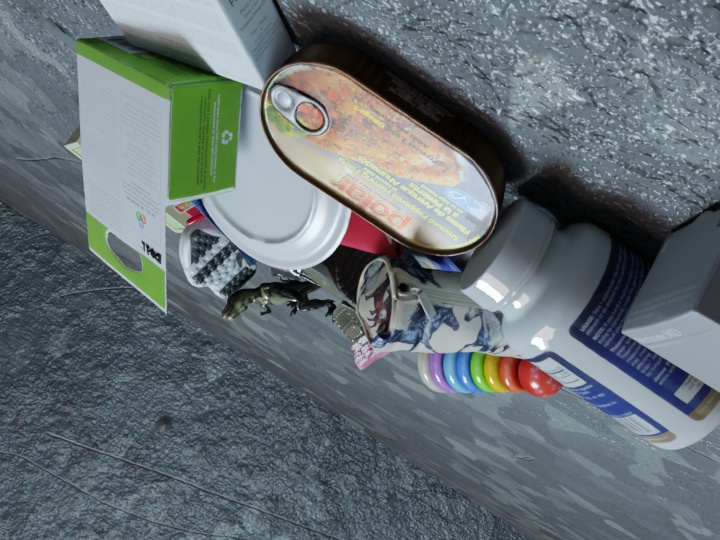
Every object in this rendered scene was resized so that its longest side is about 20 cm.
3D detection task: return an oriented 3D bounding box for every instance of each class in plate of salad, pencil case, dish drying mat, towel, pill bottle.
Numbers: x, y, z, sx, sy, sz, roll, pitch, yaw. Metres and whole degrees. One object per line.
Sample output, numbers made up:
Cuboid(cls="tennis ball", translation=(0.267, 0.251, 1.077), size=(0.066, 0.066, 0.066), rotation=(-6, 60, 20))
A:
Cuboid(cls="plate of salad", translation=(-0.082, -0.097, 0.711), size=(0.198, 0.048, 0.203), rotation=(20, 126, 30))
Cuboid(cls="pencil case", translation=(0.099, 0.035, 0.678), size=(0.197, 0.079, 0.089), rotation=(6, 174, -16))
Cuboid(cls="dish drying mat", translation=(-0.025, -0.065, 0.738), size=(0.018, 0.078, 0.199), rotation=(-4, -167, -39))
Cuboid(cls="towel", translation=(0.071, 0.067, 0.882), size=(0.200, 0.144, 0.030), rotation=(125, 127, -75))
Cuboid(cls="pill bottle", translation=(0.177, 0.036, 0.597), size=(0.199, 0.112, 0.111), rotation=(34, 165, -5))

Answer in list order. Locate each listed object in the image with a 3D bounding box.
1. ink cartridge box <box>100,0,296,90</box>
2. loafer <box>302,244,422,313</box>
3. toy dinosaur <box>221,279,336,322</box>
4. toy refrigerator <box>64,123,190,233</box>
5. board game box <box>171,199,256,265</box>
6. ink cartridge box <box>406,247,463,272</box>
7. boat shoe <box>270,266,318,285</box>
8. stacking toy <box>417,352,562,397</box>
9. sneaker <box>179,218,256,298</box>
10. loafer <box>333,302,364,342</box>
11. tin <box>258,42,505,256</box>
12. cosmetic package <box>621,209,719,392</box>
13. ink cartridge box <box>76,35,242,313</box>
Cuboid(cls="ink cartridge box", translation=(-0.148, -0.227, 0.563), size=(0.159, 0.048, 0.201), rotation=(25, 159, 28))
Cuboid(cls="loafer", translation=(0.000, 0.000, 0.786), size=(0.199, 0.076, 0.070), rotation=(34, 173, 38))
Cuboid(cls="toy dinosaur", translation=(-0.078, 0.034, 1.033), size=(0.198, 0.048, 0.088), rotation=(-9, -156, -30))
Cuboid(cls="toy refrigerator", translation=(-0.306, -0.133, 1.113), size=(0.200, 0.070, 0.076), rotation=(42, 162, -29))
Cuboid(cls="board game box", translation=(-0.174, -0.092, 0.853), size=(0.200, 0.039, 0.160), rotation=(54, -164, -55))
Cuboid(cls="ink cartridge box", translation=(0.016, -0.048, 0.793), size=(0.119, 0.042, 0.199), rotation=(45, 163, -34))
Cuboid(cls="boat shoe", translation=(-0.095, -0.022, 1.000), size=(0.199, 0.066, 0.070), rotation=(37, -163, -9))
Cuboid(cls="stacking toy", translation=(0.160, 0.117, 0.958), size=(0.085, 0.086, 0.199), rotation=(40, 159, -29))
Cuboid(cls="sneaker", translation=(-0.186, -0.025, 0.961), size=(0.081, 0.075, 0.200), rotation=(49, 173, 12))
Cuboid(cls="loafer", translation=(0.033, 0.025, 0.944), size=(0.076, 0.068, 0.200), rotation=(49, 146, -6))
Cuboid(cls="tin", translation=(0.017, -0.088, 0.597), size=(0.199, 0.042, 0.112), rotation=(34, 135, -4))
Cuboid(cls="cosmetic package", translation=(0.278, 0.048, 0.489), size=(0.198, 0.091, 0.107), rotation=(28, 168, 3))
Cuboid(cls="ink cartridge box", translation=(-0.181, -0.090, 0.706), size=(0.147, 0.075, 0.203), rotation=(30, 125, 36))
